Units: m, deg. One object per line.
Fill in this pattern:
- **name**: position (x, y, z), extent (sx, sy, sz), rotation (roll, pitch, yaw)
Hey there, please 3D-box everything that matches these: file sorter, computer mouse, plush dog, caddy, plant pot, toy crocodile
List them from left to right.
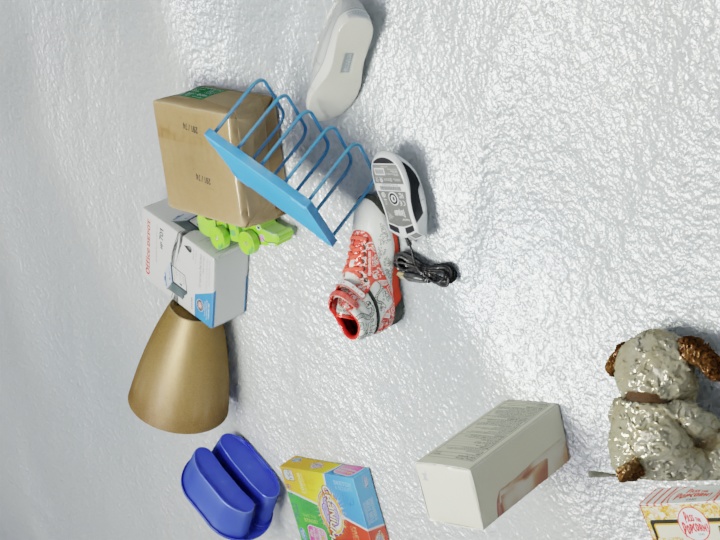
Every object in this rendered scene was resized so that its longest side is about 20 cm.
- **plant pot**: position (-0.310, 0.154, 2.035), extent (0.185, 0.185, 0.203), rotation (32, 122, 32)
- **caddy**: position (-0.240, 0.401, 2.101), extent (0.200, 0.140, 0.106), rotation (45, 134, 23)
- **toy crocodile**: position (-0.188, -0.069, 1.856), extent (0.198, 0.067, 0.063), rotation (10, 116, 45)
- **file sorter**: position (-0.093, -0.157, 1.617), extent (0.199, 0.123, 0.139), rotation (36, 172, 24)
- **computer mouse**: position (0.071, -0.076, 1.589), extent (0.109, 0.044, 0.203), rotation (10, 122, 50)
- **plush dog**: position (0.345, 0.156, 1.344), extent (0.198, 0.159, 0.175), rotation (-6, 82, 49)

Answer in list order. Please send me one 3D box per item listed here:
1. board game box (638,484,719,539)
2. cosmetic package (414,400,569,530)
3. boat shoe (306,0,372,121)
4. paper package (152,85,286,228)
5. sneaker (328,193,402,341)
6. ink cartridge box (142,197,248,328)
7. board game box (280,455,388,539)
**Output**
- **board game box**: position (0.444, 0.364, 1.399), extent (0.150, 0.046, 0.203), rotation (-16, 97, 51)
- **cosmetic package**: position (0.177, 0.253, 1.516), extent (0.102, 0.198, 0.089), rotation (-1, 109, 47)
- **boat shoe**: position (-0.036, -0.294, 1.579), extent (0.201, 0.071, 0.069), rotation (106, 154, -52)
- **paper package**: position (-0.219, -0.183, 1.804), extent (0.198, 0.103, 0.194), rotation (15, 119, 43)
- **sneaker**: position (0.001, 0.001, 1.652), extent (0.067, 0.107, 0.205), rotation (10, 116, 44)
- **ink cartridge box**: position (-0.288, -0.018, 1.980), extent (0.199, 0.085, 0.149), rotation (31, 130, 32)
- **board game box**: position (-0.045, 0.405, 1.964), extent (0.198, 0.040, 0.156), rotation (-2, 108, 48)
